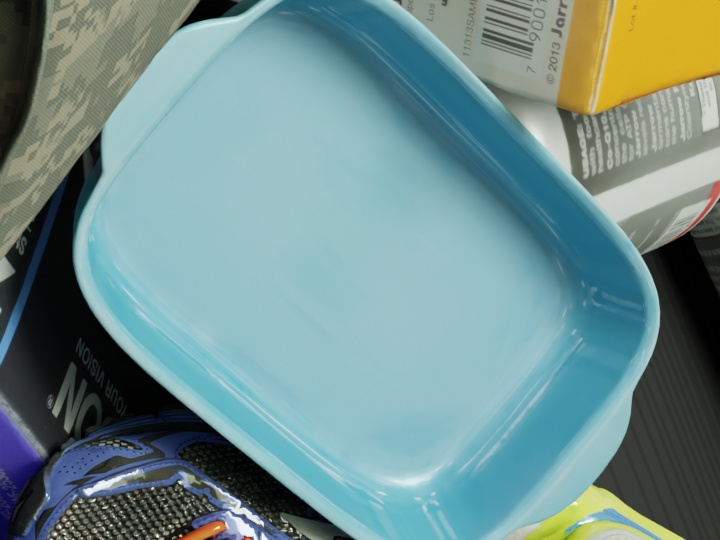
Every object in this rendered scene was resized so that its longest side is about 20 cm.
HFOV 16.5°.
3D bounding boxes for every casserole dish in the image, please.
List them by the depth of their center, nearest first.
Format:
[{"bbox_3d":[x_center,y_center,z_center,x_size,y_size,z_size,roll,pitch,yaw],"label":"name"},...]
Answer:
[{"bbox_3d":[0.000,0.000,0.709,0.121,0.039,0.200,-49,121,-2],"label":"casserole dish"}]

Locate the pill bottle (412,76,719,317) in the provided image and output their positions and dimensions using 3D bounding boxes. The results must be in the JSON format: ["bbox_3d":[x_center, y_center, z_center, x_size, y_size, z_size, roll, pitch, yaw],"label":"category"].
[{"bbox_3d":[0.040,-0.042,0.844,0.200,0.114,0.114,-21,91,-54],"label":"pill bottle"}]

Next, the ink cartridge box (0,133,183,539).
[{"bbox_3d":[-0.102,0.006,0.720,0.198,0.043,0.200,63,38,-55],"label":"ink cartridge box"}]

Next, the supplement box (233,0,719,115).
[{"bbox_3d":[0.025,-0.115,0.761,0.126,0.200,0.074,-18,123,-51],"label":"supplement box"}]

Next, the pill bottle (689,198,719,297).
[{"bbox_3d":[0.205,0.010,0.995,0.111,0.111,0.200,-31,98,-41],"label":"pill bottle"}]

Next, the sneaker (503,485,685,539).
[{"bbox_3d":[0.059,0.079,0.848,0.200,0.076,0.105,28,34,-11],"label":"sneaker"}]

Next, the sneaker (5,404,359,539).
[{"bbox_3d":[-0.012,0.101,0.736,0.200,0.078,0.075,23,102,-26],"label":"sneaker"}]

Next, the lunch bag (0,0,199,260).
[{"bbox_3d":[-0.086,-0.094,0.567,0.117,0.200,0.164,23,50,7],"label":"lunch bag"}]
